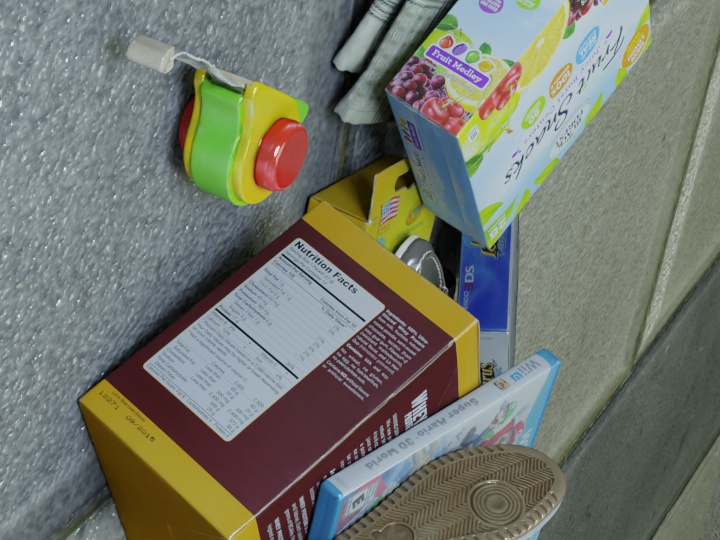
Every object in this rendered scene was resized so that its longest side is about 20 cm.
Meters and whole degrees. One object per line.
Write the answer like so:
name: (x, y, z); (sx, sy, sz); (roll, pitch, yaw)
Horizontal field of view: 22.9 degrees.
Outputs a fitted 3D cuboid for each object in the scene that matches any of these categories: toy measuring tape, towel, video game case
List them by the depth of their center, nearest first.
toy measuring tape: (-0.079, -0.075, 0.960); (0.074, 0.073, 0.200); (-68, 160, 4)
video game case: (0.039, 0.141, 1.084); (0.199, 0.018, 0.144); (-27, 143, -40)
towel: (0.071, -0.184, 1.196); (0.192, 0.034, 0.201); (-10, 136, -60)
video game case: (0.105, 0.017, 1.447); (0.182, 0.045, 0.201); (81, 12, -54)

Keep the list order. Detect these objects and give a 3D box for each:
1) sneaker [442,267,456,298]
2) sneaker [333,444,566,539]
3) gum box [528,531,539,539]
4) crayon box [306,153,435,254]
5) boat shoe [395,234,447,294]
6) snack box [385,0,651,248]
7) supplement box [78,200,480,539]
sneaker: (0.055, 0.093, 1.462); (0.074, 0.080, 0.201); (-26, 134, -58)
sneaker: (0.035, 0.185, 1.033); (0.199, 0.071, 0.113); (-28, 141, -25)
gum box: (0.063, 0.236, 1.410); (0.199, 0.044, 0.171); (3, 111, -51)
crayon box: (0.000, 0.000, 1.262); (0.127, 0.051, 0.201); (-31, 140, -57)
boat shoe: (0.044, 0.064, 1.285); (0.067, 0.057, 0.201); (-44, 150, -46)
snack box: (0.112, -0.138, 1.190); (0.200, 0.068, 0.169); (-50, 156, -13)
supplement box: (-0.039, 0.108, 1.091); (0.200, 0.133, 0.198); (-40, 150, -22)
